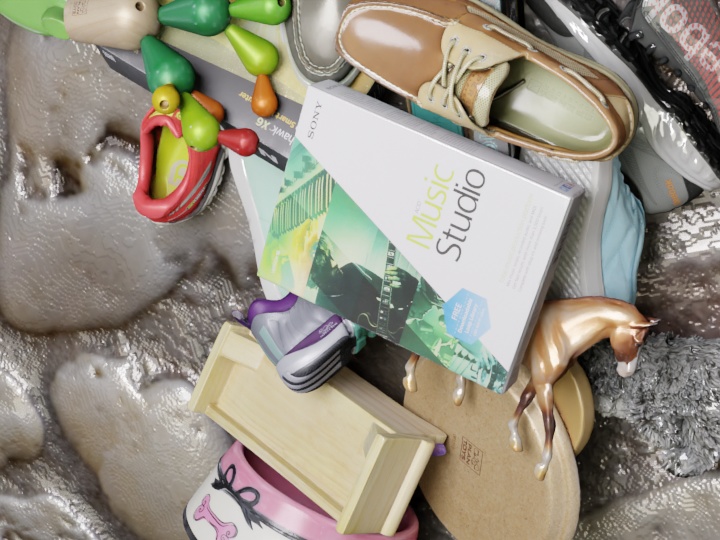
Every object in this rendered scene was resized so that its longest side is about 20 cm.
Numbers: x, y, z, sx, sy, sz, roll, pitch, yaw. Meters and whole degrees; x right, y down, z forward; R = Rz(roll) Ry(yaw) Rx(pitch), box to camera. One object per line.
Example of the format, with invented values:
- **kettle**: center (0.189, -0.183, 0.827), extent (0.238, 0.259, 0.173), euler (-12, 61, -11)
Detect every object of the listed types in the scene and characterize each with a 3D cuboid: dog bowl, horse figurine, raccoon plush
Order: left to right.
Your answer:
- **dog bowl**: center (-0.040, 0.203, 1.081), extent (0.198, 0.200, 0.075), euler (26, 99, 12)
- **horse figurine**: center (0.101, 0.051, 0.938), extent (0.199, 0.050, 0.134), euler (33, 113, 40)
- **raccoon plush**: center (0.226, 0.055, 0.953), extent (0.133, 0.097, 0.201), euler (35, 141, 7)

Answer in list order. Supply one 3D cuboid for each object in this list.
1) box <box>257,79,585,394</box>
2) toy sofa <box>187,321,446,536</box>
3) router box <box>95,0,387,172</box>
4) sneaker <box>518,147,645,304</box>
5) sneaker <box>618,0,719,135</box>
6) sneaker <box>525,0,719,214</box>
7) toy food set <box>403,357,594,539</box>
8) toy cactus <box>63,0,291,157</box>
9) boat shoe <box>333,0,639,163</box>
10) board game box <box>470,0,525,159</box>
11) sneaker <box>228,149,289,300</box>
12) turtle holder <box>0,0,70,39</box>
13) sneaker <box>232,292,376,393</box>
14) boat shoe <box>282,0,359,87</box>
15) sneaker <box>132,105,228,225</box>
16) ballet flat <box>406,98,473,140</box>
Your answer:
- **box**: center (0.035, -0.025, 0.895), extent (0.198, 0.036, 0.146), euler (25, 112, 20)
- **toy sofa**: center (-0.034, 0.122, 1.053), extent (0.199, 0.097, 0.084), euler (32, 102, 36)
- **router box**: center (-0.072, -0.177, 0.990), extent (0.199, 0.052, 0.158), euler (30, 81, 10)
- **sneaker**: center (0.162, -0.046, 0.935), extent (0.074, 0.081, 0.202), euler (27, 132, 40)
- **sneaker**: center (0.231, -0.157, 0.906), extent (0.097, 0.071, 0.203), euler (-15, 100, 26)
- **sneaker**: center (0.174, -0.124, 0.941), extent (0.079, 0.074, 0.201), euler (-37, 92, 33)
- **toy food set**: center (0.101, 0.134, 1.034), extent (0.197, 0.048, 0.203), euler (17, 119, 50)
- **toy cactus**: center (-0.130, -0.177, 0.928), extent (0.163, 0.102, 0.203), euler (0, 86, 14)
- **boat shoe**: center (0.078, -0.122, 0.827), extent (0.198, 0.074, 0.076), euler (20, 111, 7)
- **board game box**: center (0.093, -0.180, 0.917), extent (0.028, 0.135, 0.203), euler (-1, 107, 13)
- **sneaker**: center (-0.022, -0.029, 1.050), extent (0.117, 0.074, 0.203), euler (-15, 99, 32)
- **turtle holder**: center (-0.242, -0.259, 1.031), extent (0.183, 0.132, 0.143), euler (6, 111, 21)
- **sneaker**: center (0.000, 0.000, 1.008), extent (0.088, 0.199, 0.075), euler (45, 158, 19)
- **boat shoe**: center (-0.017, -0.229, 0.938), extent (0.071, 0.060, 0.205), euler (7, 80, 2)
- **sneaker**: center (-0.132, -0.130, 1.051), extent (0.076, 0.085, 0.202), euler (18, 104, 16)
- **ballet flat**: center (0.053, -0.170, 0.943), extent (0.068, 0.063, 0.202), euler (10, 128, 25)
